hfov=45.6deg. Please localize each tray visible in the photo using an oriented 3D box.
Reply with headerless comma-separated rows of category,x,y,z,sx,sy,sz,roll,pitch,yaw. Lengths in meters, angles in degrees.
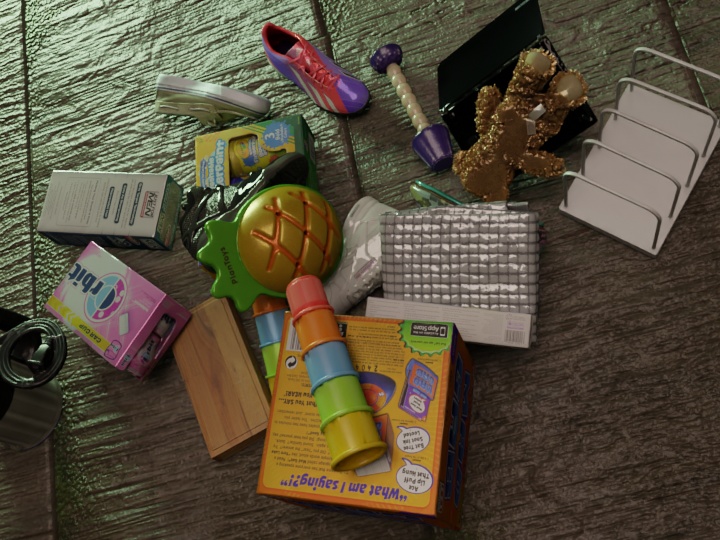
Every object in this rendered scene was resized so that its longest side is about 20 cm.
tray,-0.187,0.140,1.153,0.097,0.037,0.202,-28,65,4

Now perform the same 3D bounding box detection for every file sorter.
file sorter,0.353,-0.151,1.062,0.137,0.125,0.202,28,79,21

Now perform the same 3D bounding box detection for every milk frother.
milk frother,-0.451,0.151,1.137,0.197,0.188,0.183,19,77,20

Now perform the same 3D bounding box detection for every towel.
towel,0.126,0.001,1.066,0.196,0.085,0.170,-2,94,15

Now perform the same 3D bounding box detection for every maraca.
maraca,-0.105,-0.029,1.052,0.198,0.107,0.139,-25,91,-31

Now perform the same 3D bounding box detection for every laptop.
laptop,0.204,-0.242,1.158,0.176,0.103,0.202,-33,88,31

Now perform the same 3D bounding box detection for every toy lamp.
toy lamp,0.075,-0.228,1.201,0.057,0.058,0.203,-26,67,5

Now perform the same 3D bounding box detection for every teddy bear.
teddy bear,0.202,-0.179,1.088,0.142,0.067,0.204,19,106,11

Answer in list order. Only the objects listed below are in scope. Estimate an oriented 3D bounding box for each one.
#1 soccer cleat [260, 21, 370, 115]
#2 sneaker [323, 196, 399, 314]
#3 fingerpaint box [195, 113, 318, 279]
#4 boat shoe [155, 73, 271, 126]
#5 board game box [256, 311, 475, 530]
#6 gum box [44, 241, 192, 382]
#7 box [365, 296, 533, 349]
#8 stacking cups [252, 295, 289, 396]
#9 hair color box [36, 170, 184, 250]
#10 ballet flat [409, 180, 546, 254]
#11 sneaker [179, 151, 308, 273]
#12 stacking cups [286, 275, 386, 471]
soccer cleat,-0.070,-0.295,1.254,0.199,0.073,0.068,38,84,24
sneaker,0.000,0.000,1.130,0.098,0.075,0.203,22,78,22
fingerpaint box,-0.144,-0.102,1.206,0.163,0.073,0.204,-10,69,12
boat shoe,-0.224,-0.249,1.293,0.197,0.072,0.063,16,100,23
board game box,0.018,0.178,0.994,0.196,0.200,0.204,3,71,16
gum box,-0.333,0.057,1.182,0.198,0.066,0.114,28,79,35
box,0.103,0.062,1.009,0.196,0.039,0.042,5,82,14
stacking cups,-0.112,0.075,1.116,0.059,0.060,0.204,-17,82,8
hair color box,-0.369,-0.089,1.269,0.196,0.061,0.102,3,72,17
ballet flat,0.144,-0.056,1.123,0.197,0.069,0.073,21,96,20
sneaker,-0.161,-0.097,1.126,0.114,0.077,0.200,34,74,33
stacking cups,-0.036,0.102,0.888,0.060,0.061,0.203,-25,65,5
